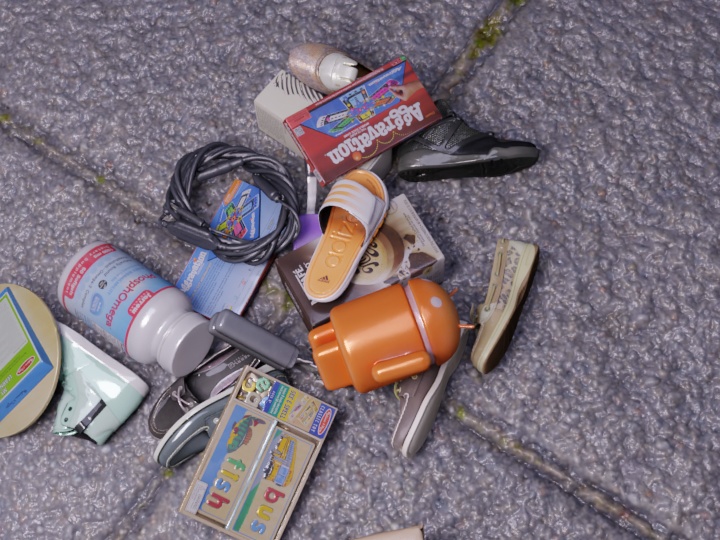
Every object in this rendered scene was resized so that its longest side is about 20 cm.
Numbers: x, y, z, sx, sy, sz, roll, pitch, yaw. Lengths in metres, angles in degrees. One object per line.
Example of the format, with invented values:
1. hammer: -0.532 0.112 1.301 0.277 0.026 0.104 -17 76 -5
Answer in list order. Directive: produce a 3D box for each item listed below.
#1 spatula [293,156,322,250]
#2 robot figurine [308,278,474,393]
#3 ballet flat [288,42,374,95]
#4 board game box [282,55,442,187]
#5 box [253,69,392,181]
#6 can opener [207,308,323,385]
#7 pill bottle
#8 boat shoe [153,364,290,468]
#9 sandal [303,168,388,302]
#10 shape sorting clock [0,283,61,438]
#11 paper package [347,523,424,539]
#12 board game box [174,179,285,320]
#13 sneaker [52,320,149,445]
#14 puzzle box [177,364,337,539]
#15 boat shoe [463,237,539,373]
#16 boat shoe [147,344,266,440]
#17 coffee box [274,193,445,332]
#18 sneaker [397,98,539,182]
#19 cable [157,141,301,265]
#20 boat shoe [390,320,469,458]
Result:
1. spatula: -0.067 -0.114 1.583 0.056 0.021 0.202 -3 101 -14
2. robot figurine: 0.038 0.078 1.434 0.199 0.144 0.117 -20 83 0
3. ballet flat: -0.004 -0.267 1.616 0.199 0.067 0.069 18 89 -25
4. board game box: 0.004 -0.203 1.559 0.199 0.019 0.103 -31 88 -20
5. box: -0.053 -0.192 1.630 0.199 0.082 0.068 35 71 14
6. can opener: -0.096 0.093 1.482 0.199 0.053 0.067 30 69 -18
7. pill bottle: -0.291 0.052 1.509 0.199 0.109 0.109 31 72 22
8. boat shoe: -0.171 0.196 1.477 0.199 0.073 0.062 -34 67 -17
9. sandal: -0.020 -0.056 1.494 0.079 0.059 0.208 11 60 16
10. shape sorting clock: -0.468 0.118 1.509 0.199 0.039 0.202 -7 76 28
11. paper package: -0.004 0.418 1.360 0.198 0.104 0.192 -11 67 -3
12. board game box: -0.173 -0.022 1.589 0.102 0.019 0.201 24 70 10
13. sneaker: -0.388 0.145 1.504 0.200 0.074 0.118 31 69 13
14. puzzle box: -0.127 0.236 1.445 0.132 0.025 0.201 26 78 -11
15. boat shoe: 0.181 0.046 1.530 0.062 0.073 0.201 18 58 16
16. boat shoe: -0.198 0.143 1.508 0.200 0.057 0.067 -37 71 -12
17. coffee box: 0.000 0.000 1.546 0.199 0.080 0.113 -28 67 -9
18. sneaker: 0.150 -0.188 1.622 0.198 0.076 0.115 -2 73 7
19. cable: -0.167 -0.092 1.580 0.199 0.051 0.164 19 64 13
20. boat shoe: 0.079 0.145 1.490 0.059 0.072 0.201 19 65 16
